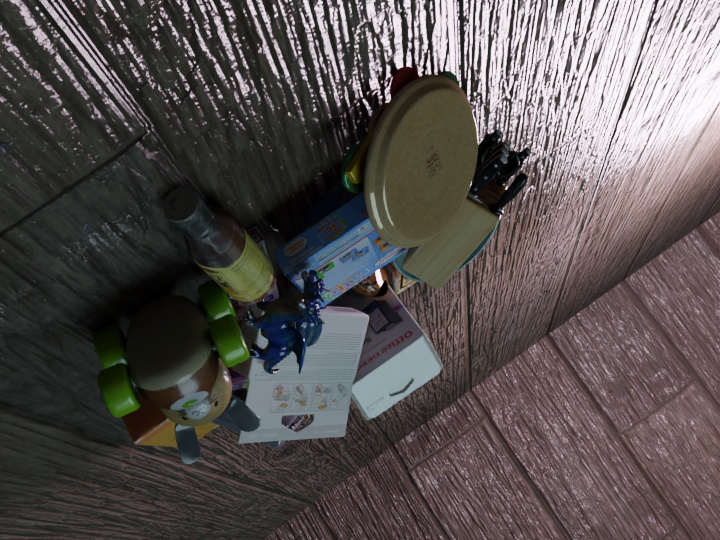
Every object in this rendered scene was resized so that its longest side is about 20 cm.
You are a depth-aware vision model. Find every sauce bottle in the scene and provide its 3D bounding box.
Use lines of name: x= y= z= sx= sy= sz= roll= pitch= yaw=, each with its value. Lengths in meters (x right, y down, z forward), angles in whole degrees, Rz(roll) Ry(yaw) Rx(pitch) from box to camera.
sauce bottle: x=-0.151 y=-0.027 z=1.018 sx=0.065 sy=0.066 sz=0.200 roll=-35 pitch=149 yaw=0

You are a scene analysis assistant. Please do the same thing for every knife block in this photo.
knife block: x=0.137 y=-0.074 z=1.192 sx=0.203 sy=0.063 sz=0.175 roll=-62 pitch=-171 yaw=-1

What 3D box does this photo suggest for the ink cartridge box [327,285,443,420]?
ink cartridge box: x=0.020 y=0.112 z=1.473 sx=0.144 sy=0.201 sz=0.088 roll=-34 pitch=128 yaw=-1

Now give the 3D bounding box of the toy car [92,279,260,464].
toy car: x=-0.197 y=0.143 z=1.113 sx=0.161 sy=0.158 sz=0.203 roll=-23 pitch=124 yaw=-6

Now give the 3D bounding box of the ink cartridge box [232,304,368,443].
ink cartridge box: x=-0.085 y=0.138 z=1.285 sx=0.197 sy=0.044 sz=0.180 roll=6 pitch=99 yaw=-45

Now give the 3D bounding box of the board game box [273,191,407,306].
board game box: x=-0.018 y=-0.025 z=1.187 sx=0.150 sy=0.037 sz=0.200 roll=-34 pitch=162 yaw=0

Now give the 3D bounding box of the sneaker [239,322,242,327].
sneaker: x=-0.147 y=0.106 z=1.374 sx=0.090 sy=0.067 sz=0.199 roll=-48 pitch=162 yaw=24

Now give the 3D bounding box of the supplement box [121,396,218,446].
supplement box: x=-0.283 y=0.219 z=1.416 sx=0.066 sy=0.069 sz=0.200 roll=-35 pitch=161 yaw=4

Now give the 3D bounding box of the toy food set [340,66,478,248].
toy food set: x=0.066 y=-0.126 z=1.062 sx=0.202 sy=0.048 sz=0.199 roll=-55 pitch=139 yaw=-16

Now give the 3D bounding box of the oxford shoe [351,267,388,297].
oxford shoe: x=0.000 y=0.000 z=1.380 sx=0.071 sy=0.072 sz=0.199 roll=-37 pitch=161 yaw=13

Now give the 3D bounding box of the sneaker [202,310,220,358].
sneaker: x=-0.222 y=0.115 z=1.262 sx=0.090 sy=0.067 sz=0.201 roll=-26 pitch=162 yaw=-34

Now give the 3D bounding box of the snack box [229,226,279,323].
snack box: x=-0.147 y=0.010 z=1.202 sx=0.071 sy=0.024 sz=0.201 roll=-33 pitch=162 yaw=-11

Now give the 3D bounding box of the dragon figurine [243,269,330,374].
dragon figurine: x=-0.083 y=0.080 z=1.135 sx=0.059 sy=0.097 sz=0.203 roll=-62 pitch=161 yaw=-45

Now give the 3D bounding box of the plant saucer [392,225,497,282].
plant saucer: x=0.117 y=-0.078 z=1.356 sx=0.197 sy=0.036 sz=0.203 roll=-19 pitch=132 yaw=-23

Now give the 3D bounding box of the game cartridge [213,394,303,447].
game cartridge: x=-0.163 y=0.222 z=1.511 sx=0.200 sy=0.131 sz=0.042 roll=-30 pitch=144 yaw=-79

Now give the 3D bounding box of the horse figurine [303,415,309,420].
horse figurine: x=-0.100 y=0.172 z=1.580 sx=0.050 sy=0.133 sz=0.200 roll=-42 pitch=174 yaw=15

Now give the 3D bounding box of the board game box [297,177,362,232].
board game box: x=0.032 y=-0.108 z=1.202 sx=0.200 sy=0.045 sz=0.151 roll=-46 pitch=159 yaw=26

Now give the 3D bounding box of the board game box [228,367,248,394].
board game box: x=-0.160 y=0.154 z=1.387 sx=0.118 sy=0.033 sz=0.199 roll=7 pitch=160 yaw=-37

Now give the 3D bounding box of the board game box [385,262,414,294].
board game box: x=0.107 y=-0.049 z=1.487 sx=0.150 sy=0.047 sz=0.201 roll=-32 pitch=162 yaw=-12
